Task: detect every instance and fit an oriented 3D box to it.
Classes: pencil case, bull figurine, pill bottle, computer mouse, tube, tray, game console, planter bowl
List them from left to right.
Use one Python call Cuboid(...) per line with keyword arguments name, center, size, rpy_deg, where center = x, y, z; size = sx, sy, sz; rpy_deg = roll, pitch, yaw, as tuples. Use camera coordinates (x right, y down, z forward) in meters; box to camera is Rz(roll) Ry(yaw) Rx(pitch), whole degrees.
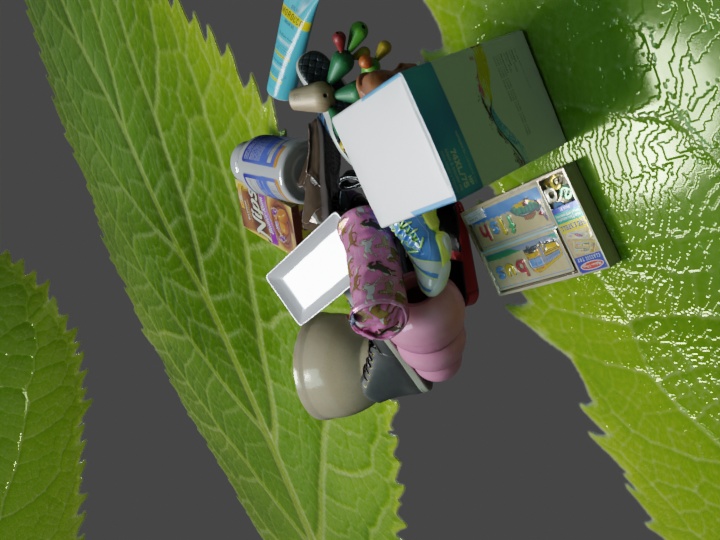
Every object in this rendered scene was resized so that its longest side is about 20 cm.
Cuboid(name="pill bottle", center=(-0.151, -0.188, 1.240), size=(0.200, 0.112, 0.113), rpy_deg=(19, 128, 49))
Cuboid(name="tube", center=(-0.110, -0.373, 1.113), size=(0.077, 0.050, 0.200), rpy_deg=(41, 137, 19))
Cuboid(name="tray", center=(-0.065, -0.001, 1.114), size=(0.200, 0.022, 0.108), rpy_deg=(-39, 85, 35))
Cuboid(name="planter bowl", center=(-0.012, 0.171, 1.254), size=(0.134, 0.200, 0.201), rpy_deg=(-7, 109, 28))
Cuboid(name="pencil case", center=(0.015, -0.001, 0.958), size=(0.083, 0.086, 0.201), rpy_deg=(75, -174, -48))
Cuboid(name="computer mouse", center=(0.019, -0.063, 1.072), size=(0.140, 0.046, 0.201), rpy_deg=(8, 120, 38))
Cuboid(name="bull figurine", center=(0.070, -0.183, 0.913), size=(0.065, 0.121, 0.201), rpy_deg=(-25, 92, 59))
Cuboid(name="game console", center=(0.098, -0.036, 1.074), size=(0.200, 0.031, 0.178), rpy_deg=(15, 122, 50))

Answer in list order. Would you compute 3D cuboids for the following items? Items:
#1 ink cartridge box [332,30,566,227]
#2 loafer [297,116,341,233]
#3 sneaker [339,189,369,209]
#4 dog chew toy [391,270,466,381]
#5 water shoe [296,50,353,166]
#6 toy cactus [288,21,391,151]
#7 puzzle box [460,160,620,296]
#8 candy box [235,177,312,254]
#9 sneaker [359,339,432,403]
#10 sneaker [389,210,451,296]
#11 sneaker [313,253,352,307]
Cuboid(name="ink cartridge box", center=(0.105, -0.165, 0.803), size=(0.147, 0.200, 0.147), rpy_deg=(-15, 102, 58))
Cuboid(name="loafer", center=(-0.075, -0.156, 1.123), size=(0.071, 0.073, 0.201), rpy_deg=(-6, 77, 18))
Cuboid(name="sneaker", center=(-0.025, -0.050, 1.199), size=(0.087, 0.076, 0.201), rpy_deg=(29, 135, 33))
Cuboid(name="dog chew toy", center=(0.103, 0.094, 1.027), size=(0.124, 0.124, 0.200), rpy_deg=(31, 153, 40))
Cuboid(name="water shoe", center=(-0.031, -0.252, 1.081), size=(0.201, 0.071, 0.079), rpy_deg=(61, 178, -4))
Cuboid(name="toy cactus", center=(-0.027, -0.251, 0.995), size=(0.164, 0.102, 0.201), rpy_deg=(-1, 109, 21))
Cuboid(name="puzzle box", center=(0.223, -0.045, 0.885), size=(0.200, 0.025, 0.133), rpy_deg=(-24, 93, 58))
Cuboid(name="candy box", center=(-0.170, -0.114, 1.375), size=(0.200, 0.056, 0.117), rpy_deg=(30, 136, 43))
Cuboid(name="sneaker", center=(0.025, 0.137, 1.103), size=(0.106, 0.075, 0.200), rpy_deg=(-25, 114, 20))
Cuboid(name="sneaker", center=(0.062, -0.059, 0.947), size=(0.076, 0.105, 0.201), rpy_deg=(128, 144, -55))
Cuboid(name="sneaker", center=(0.000, 0.000, 1.145), size=(0.090, 0.070, 0.200), rpy_deg=(-37, 83, 14))
